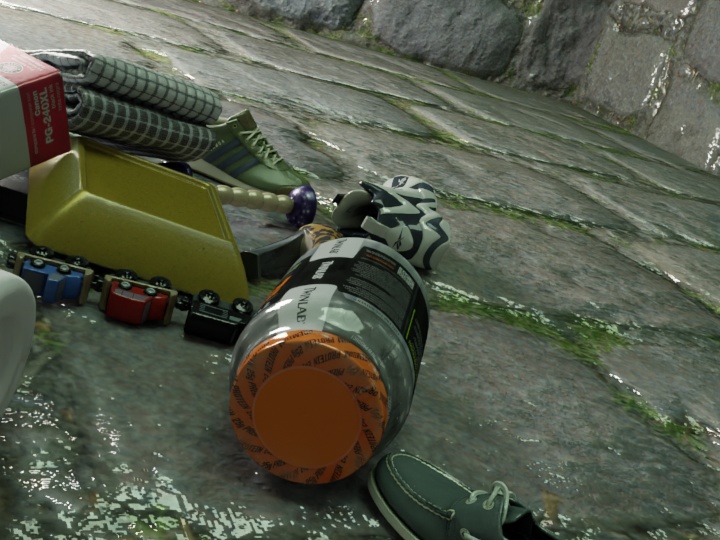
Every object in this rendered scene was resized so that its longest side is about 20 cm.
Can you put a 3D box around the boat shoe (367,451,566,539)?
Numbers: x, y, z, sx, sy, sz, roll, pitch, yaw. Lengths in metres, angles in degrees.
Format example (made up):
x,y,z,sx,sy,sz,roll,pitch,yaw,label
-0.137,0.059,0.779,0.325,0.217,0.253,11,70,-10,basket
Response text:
x,y,z,sx,sy,sz,roll,pitch,yaw,label
0.091,0.158,0.575,0.200,0.062,0.073,31,23,33,boat shoe

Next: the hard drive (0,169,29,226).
x,y,z,sx,sy,sz,roll,pitch,yaw,label
-0.346,-0.103,0.933,0.139,0.033,0.200,17,19,-4,hard drive

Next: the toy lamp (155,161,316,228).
x,y,z,sx,sy,sz,roll,pitch,yaw,label
-0.145,-0.083,1.031,0.200,0.058,0.058,5,23,-33,toy lamp

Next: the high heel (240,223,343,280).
x,y,z,sx,sy,sz,roll,pitch,yaw,label
0.000,0.000,0.907,0.200,0.071,0.143,20,23,31,high heel

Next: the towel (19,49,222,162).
x,y,z,sx,sy,sz,roll,pitch,yaw,label
-0.264,-0.167,0.967,0.200,0.086,0.165,13,3,42,towel

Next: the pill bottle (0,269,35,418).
x,y,z,sx,sy,sz,roll,pitch,yaw,label
-0.292,0.023,0.513,0.200,0.111,0.111,19,19,1,pill bottle

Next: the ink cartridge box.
x,y,z,sx,sy,sz,roll,pitch,yaw,label
-0.373,-0.127,0.798,0.145,0.083,0.200,29,42,27,ink cartridge box

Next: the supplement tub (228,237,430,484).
x,y,z,sx,sy,sz,roll,pitch,yaw,label
-0.018,0.058,0.661,0.122,0.123,0.200,20,18,3,supplement tub

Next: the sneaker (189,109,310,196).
x,y,z,sx,sy,sz,roll,pitch,yaw,label
-0.146,-0.153,1.173,0.200,0.090,0.067,21,18,6,sneaker

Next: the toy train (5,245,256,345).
x,y,z,sx,sy,sz,roll,pitch,yaw,label
-0.180,0.023,0.747,0.200,0.034,0.046,15,31,-12,toy train

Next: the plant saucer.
x,y,z,sx,sy,sz,roll,pitch,yaw,label
-0.197,-0.056,0.865,0.200,0.048,0.200,20,19,-26,plant saucer

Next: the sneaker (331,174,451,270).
x,y,z,sx,sy,sz,roll,pitch,yaw,label
0.021,-0.078,1.137,0.129,0.080,0.199,21,27,-21,sneaker
